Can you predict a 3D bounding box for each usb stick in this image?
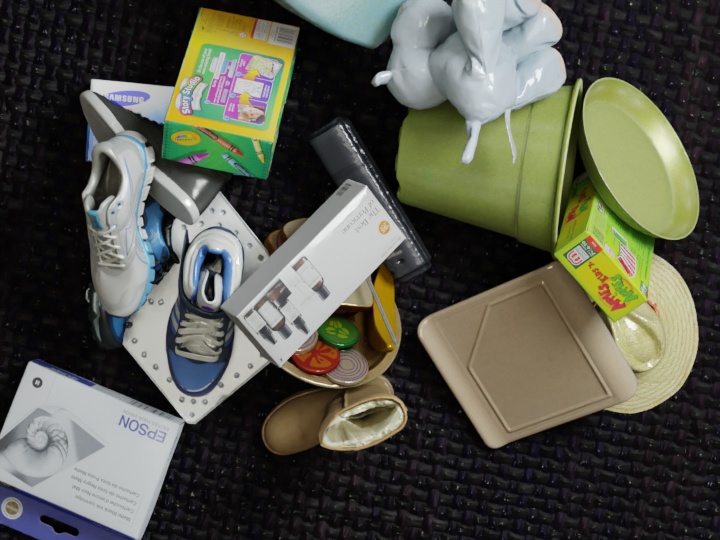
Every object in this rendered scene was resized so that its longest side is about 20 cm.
[{"bbox_3d":[0.012,-0.079,1.631,0.055,0.033,0.201,-27,100,25],"label":"usb stick"}]

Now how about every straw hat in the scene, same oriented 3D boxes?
[{"bbox_3d":[0.309,0.072,1.677,0.199,0.085,0.203,0,95,-1],"label":"straw hat"}]

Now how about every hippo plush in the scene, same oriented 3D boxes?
[{"bbox_3d":[0.112,-0.217,1.537,0.159,0.160,0.202,-3,98,-43],"label":"hippo plush"}]

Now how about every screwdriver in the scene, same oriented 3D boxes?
[{"bbox_3d":[0.000,0.000,1.619,0.029,0.028,0.201,-18,66,-1],"label":"screwdriver"}]

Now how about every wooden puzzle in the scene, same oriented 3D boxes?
[{"bbox_3d":[0.191,0.096,1.664,0.199,0.037,0.186,-26,106,27],"label":"wooden puzzle"}]

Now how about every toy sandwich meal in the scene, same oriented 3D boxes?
[{"bbox_3d":[-0.034,0.035,1.637,0.203,0.070,0.206,11,54,-16],"label":"toy sandwich meal"}]

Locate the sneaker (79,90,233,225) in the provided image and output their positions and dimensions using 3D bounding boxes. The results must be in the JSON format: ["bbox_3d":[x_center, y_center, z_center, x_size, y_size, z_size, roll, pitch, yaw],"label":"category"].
[{"bbox_3d":[-0.221,-0.147,1.625,0.200,0.071,0.099,43,66,13],"label":"sneaker"}]

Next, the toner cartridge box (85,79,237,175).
[{"bbox_3d":[-0.212,-0.163,1.672,0.198,0.043,0.096,5,93,-1],"label":"toner cartridge box"}]

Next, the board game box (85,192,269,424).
[{"bbox_3d":[-0.183,0.041,1.697,0.200,0.026,0.200,-39,93,2],"label":"board game box"}]

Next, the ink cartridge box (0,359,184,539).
[{"bbox_3d":[-0.329,0.232,1.690,0.198,0.041,0.201,21,94,5],"label":"ink cartridge box"}]

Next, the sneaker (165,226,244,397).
[{"bbox_3d":[-0.177,0.050,1.611,0.080,0.146,0.202,13,94,-2],"label":"sneaker"}]

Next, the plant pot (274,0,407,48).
[{"bbox_3d":[-0.023,-0.356,1.593,0.200,0.196,0.197,42,93,-19],"label":"plant pot"}]

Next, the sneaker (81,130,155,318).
[{"bbox_3d":[-0.268,-0.046,1.551,0.074,0.087,0.202,3,99,19],"label":"sneaker"}]

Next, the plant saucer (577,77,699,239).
[{"bbox_3d":[0.306,-0.120,1.632,0.031,0.200,0.201,-31,96,39],"label":"plant saucer"}]

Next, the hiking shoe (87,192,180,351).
[{"bbox_3d":[-0.251,-0.004,1.639,0.086,0.074,0.202,12,89,7],"label":"hiking shoe"}]

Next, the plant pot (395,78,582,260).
[{"bbox_3d":[0.141,-0.123,1.623,0.188,0.200,0.202,7,94,10],"label":"plant pot"}]

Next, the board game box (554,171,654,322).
[{"bbox_3d":[0.274,-0.037,1.606,0.048,0.200,0.102,-37,102,28],"label":"board game box"}]

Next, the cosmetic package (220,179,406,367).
[{"bbox_3d":[-0.049,0.002,1.562,0.200,0.051,0.083,-46,120,-12],"label":"cosmetic package"}]

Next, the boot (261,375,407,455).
[{"bbox_3d":[-0.035,0.168,1.621,0.174,0.200,0.067,-27,94,1],"label":"boot"}]

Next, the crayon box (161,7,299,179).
[{"bbox_3d":[-0.141,-0.198,1.602,0.118,0.201,0.058,11,138,-2],"label":"crayon box"}]
